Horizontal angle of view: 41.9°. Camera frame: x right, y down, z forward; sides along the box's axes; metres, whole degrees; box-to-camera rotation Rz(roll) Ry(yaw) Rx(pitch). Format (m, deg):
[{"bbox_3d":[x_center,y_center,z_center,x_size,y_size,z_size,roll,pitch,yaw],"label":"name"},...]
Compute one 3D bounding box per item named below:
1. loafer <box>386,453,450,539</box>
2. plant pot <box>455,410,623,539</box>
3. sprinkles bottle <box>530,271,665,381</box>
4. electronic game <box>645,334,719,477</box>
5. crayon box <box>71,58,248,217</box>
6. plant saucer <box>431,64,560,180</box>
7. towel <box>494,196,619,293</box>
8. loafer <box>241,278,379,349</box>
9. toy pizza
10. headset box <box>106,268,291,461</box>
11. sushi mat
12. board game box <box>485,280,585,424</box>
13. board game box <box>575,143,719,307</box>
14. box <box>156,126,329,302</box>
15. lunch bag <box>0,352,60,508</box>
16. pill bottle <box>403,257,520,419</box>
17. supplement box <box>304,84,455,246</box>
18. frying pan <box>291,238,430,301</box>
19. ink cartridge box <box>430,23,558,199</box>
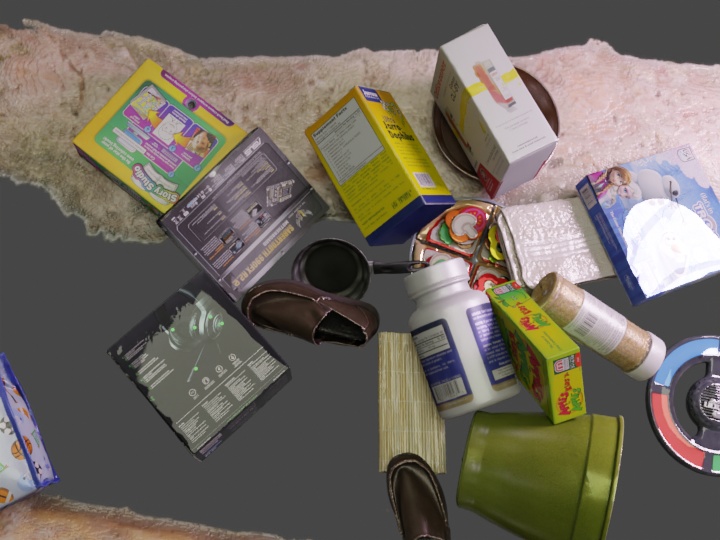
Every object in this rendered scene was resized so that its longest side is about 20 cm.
[{"bbox_3d":[0.088,0.340,1.245,0.072,0.071,0.202,-19,77,-2],"label":"loafer"},{"bbox_3d":[0.230,0.268,1.238,0.191,0.201,0.202,12,73,12],"label":"plant pot"},{"bbox_3d":[0.333,0.079,1.322,0.199,0.068,0.069,32,74,-13],"label":"sprinkles bottle"},{"bbox_3d":[0.505,0.191,1.342,0.197,0.042,0.202,1,74,-4],"label":"electronic game"},{"bbox_3d":[-0.290,-0.184,1.390,0.199,0.058,0.173,37,77,6],"label":"crayon box"},{"bbox_3d":[0.206,-0.223,1.446,0.198,0.035,0.203,1,73,-4],"label":"plant saucer"},{"bbox_3d":[0.299,-0.042,1.383,0.198,0.034,0.134,-10,75,-18],"label":"towel"},{"bbox_3d":[-0.070,0.063,1.313,0.198,0.071,0.074,8,112,-2],"label":"loafer"},{"bbox_3d":[0.171,-0.016,1.385,0.198,0.032,0.203,1,74,-3],"label":"toy pizza"},{"bbox_3d":[-0.222,0.125,1.287,0.174,0.093,0.200,-42,80,-13],"label":"headset box"},{"bbox_3d":[0.072,0.187,1.331,0.094,0.012,0.202,1,74,-4],"label":"sushi mat"},{"bbox_3d":[0.231,0.104,1.259,0.047,0.200,0.103,-16,118,-9],"label":"board game box"},{"bbox_3d":[0.447,-0.071,1.394,0.197,0.043,0.202,-17,76,-21],"label":"board game box"},{"bbox_3d":[-0.166,-0.080,1.344,0.200,0.048,0.159,-46,106,-14],"label":"box"},{"bbox_3d":[-0.513,0.223,1.228,0.169,0.124,0.202,-26,85,-10],"label":"lunch bag"},{"bbox_3d":[0.133,0.092,1.296,0.118,0.120,0.202,-18,82,-8],"label":"pill bottle"},{"bbox_3d":[0.028,-0.149,1.354,0.108,0.109,0.201,-36,77,27],"label":"supplement box"},{"bbox_3d":[-0.010,-0.013,1.331,0.189,0.031,0.115,-28,113,14],"label":"frying pan"},{"bbox_3d":[0.185,-0.226,1.354,0.083,0.145,0.201,-26,77,-9],"label":"ink cartridge box"}]
